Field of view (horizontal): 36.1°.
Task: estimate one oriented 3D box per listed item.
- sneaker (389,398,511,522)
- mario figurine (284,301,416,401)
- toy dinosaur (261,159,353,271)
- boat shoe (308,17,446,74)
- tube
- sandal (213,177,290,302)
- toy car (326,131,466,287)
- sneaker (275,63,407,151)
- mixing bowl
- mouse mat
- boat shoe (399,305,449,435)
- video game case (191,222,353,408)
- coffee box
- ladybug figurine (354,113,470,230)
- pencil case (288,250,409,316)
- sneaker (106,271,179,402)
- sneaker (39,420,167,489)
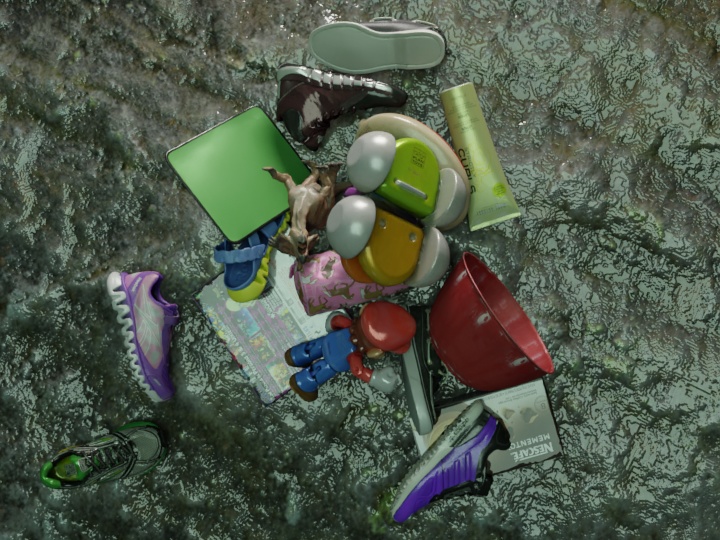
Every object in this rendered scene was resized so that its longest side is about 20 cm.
[{"bbox_3d":[0.127,0.280,1.494,0.099,0.070,0.201,41,97,2],"label":"sneaker"},{"bbox_3d":[-0.003,0.113,1.531,0.198,0.106,0.125,-26,95,27],"label":"mario figurine"},{"bbox_3d":[-0.071,-0.081,1.547,0.084,0.199,0.138,4,103,24],"label":"toy dinosaur"},{"bbox_3d":[0.025,-0.327,1.582,0.196,0.061,0.075,0,118,9],"label":"boat shoe"},{"bbox_3d":[0.166,-0.164,1.575,0.051,0.058,0.204,-19,95,-38],"label":"tube"},{"bbox_3d":[-0.156,-0.061,1.566,0.078,0.087,0.203,-2,62,26],"label":"sandal"},{"bbox_3d":[0.033,-0.076,1.472,0.173,0.149,0.203,23,76,-27],"label":"toy car"},{"bbox_3d":[-0.033,-0.224,1.590,0.196,0.076,0.118,13,98,17],"label":"sneaker"},{"bbox_3d":[0.163,0.088,1.511,0.108,0.200,0.201,-38,87,14],"label":"mixing bowl"},{"bbox_3d":[-0.163,-0.139,1.563,0.162,0.199,0.008,52,141,3],"label":"mouse mat"},{"bbox_3d":[0.090,0.132,1.540,0.062,0.071,0.203,-6,56,-3],"label":"boat shoe"},{"bbox_3d":[-0.120,0.066,1.615,0.180,0.036,0.201,-36,87,4],"label":"video game case"},{"bbox_3d":[0.178,0.228,1.562,0.196,0.080,0.115,-16,89,7],"label":"coffee box"},{"bbox_3d":[0.077,-0.146,1.559,0.200,0.072,0.136,45,127,-2],"label":"ladybug figurine"},{"bbox_3d":[0.000,0.000,1.558,0.197,0.087,0.084,-17,109,-8],"label":"pencil case"},{"bbox_3d":[-0.302,0.089,1.620,0.087,0.080,0.204,-18,88,-1],"label":"sneaker"},{"bbox_3d":[-0.376,0.282,1.624,0.197,0.085,0.079,-22,88,6],"label":"sneaker"}]
